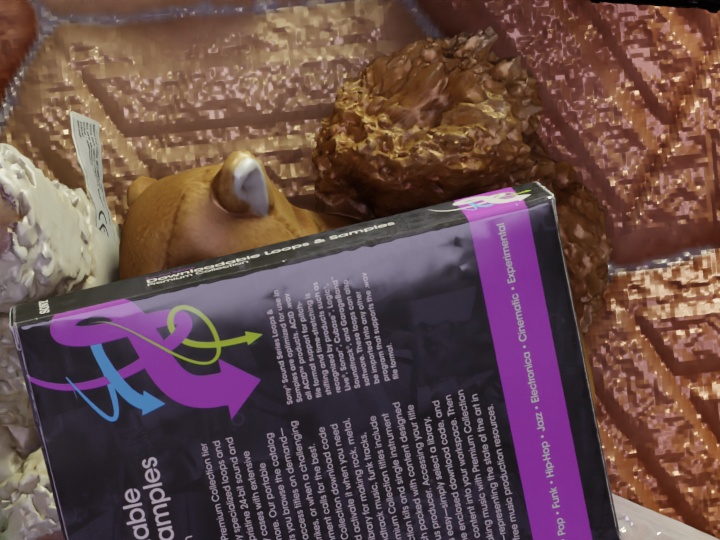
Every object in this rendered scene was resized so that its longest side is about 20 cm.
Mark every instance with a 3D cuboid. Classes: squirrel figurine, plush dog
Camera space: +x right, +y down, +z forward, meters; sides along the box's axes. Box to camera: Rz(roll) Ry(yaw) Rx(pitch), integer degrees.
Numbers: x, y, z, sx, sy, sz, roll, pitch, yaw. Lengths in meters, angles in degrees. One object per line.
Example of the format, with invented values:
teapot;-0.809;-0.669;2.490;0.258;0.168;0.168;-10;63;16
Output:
squirrel figurine;0.000;0.000;1.153;0.187;0.142;0.200;34;73;-19
plush dog;-0.173;0.034;1.148;0.172;0.160;0.200;-13;111;13

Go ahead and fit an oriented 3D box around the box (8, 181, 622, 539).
box;-0.015;0.059;1.062;0.200;0.036;0.143;-13;104;-6

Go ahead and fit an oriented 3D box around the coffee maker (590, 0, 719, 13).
coffee maker;0.073;-0.208;1.140;0.192;0.135;0.200;5;93;-12

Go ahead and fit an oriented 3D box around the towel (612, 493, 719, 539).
towel;0.110;0.193;1.199;0.191;0.032;0.200;20;63;-10
